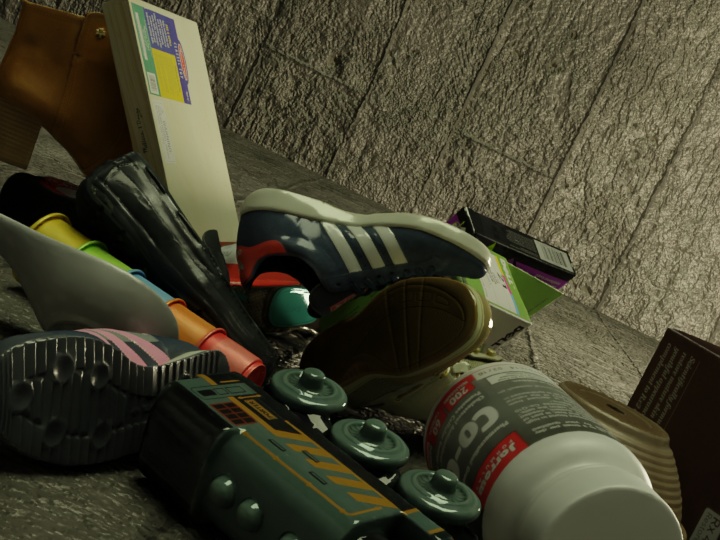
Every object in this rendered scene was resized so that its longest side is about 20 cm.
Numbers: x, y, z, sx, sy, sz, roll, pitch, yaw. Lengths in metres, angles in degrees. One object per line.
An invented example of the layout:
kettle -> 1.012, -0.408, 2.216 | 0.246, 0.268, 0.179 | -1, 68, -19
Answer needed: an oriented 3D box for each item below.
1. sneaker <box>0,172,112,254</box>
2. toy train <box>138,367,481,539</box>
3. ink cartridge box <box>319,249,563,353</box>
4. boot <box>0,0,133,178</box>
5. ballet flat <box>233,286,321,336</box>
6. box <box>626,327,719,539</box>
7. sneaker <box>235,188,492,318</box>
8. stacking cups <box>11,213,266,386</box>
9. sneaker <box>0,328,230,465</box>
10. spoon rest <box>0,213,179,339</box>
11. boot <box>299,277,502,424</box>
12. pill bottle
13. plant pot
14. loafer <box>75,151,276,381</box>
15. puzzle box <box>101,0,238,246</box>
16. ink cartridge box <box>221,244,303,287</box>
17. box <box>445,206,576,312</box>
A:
sneaker -> -0.206, -0.025, 1.047 | 0.201, 0.068, 0.108 | 28, 10, 34
toy train -> -0.026, 0.119, 0.654 | 0.200, 0.086, 0.114 | 34, 23, 36
ink cartridge box -> 0.086, 0.057, 1.101 | 0.199, 0.148, 0.076 | 24, 37, -45
boot -> -0.205, -0.137, 1.049 | 0.200, 0.145, 0.071 | 18, 6, -22
ballet flat -> -0.051, 0.030, 1.208 | 0.075, 0.068, 0.199 | 20, 6, 38
box -> 0.361, 0.177, 1.160 | 0.199, 0.167, 0.164 | 20, 10, -40
sneaker -> 0.000, 0.000, 0.960 | 0.198, 0.085, 0.075 | 9, -18, 1
stacking cups -> -0.157, 0.036, 0.885 | 0.199, 0.061, 0.060 | 34, 10, 18
sneaker -> -0.155, 0.065, 0.682 | 0.082, 0.071, 0.200 | 11, -3, 27
spoon rest -> -0.208, 0.007, 0.792 | 0.199, 0.061, 0.100 | 22, -37, -7
boot -> 0.066, 0.071, 0.956 | 0.154, 0.073, 0.200 | 18, -30, -33
pill bottle -> 0.120, 0.143, 0.809 | 0.113, 0.115, 0.200 | 23, 8, -18
plant pot -> 0.193, 0.156, 1.046 | 0.200, 0.093, 0.201 | 25, 7, -3
loafer -> -0.126, -0.003, 0.928 | 0.201, 0.070, 0.068 | 50, -33, -4
puzzle box -> -0.153, -0.118, 1.032 | 0.025, 0.202, 0.133 | -13, -3, 17
ink cartridge box -> -0.080, -0.015, 1.079 | 0.199, 0.051, 0.162 | -3, 3, -44
box -> 0.083, 0.032, 1.164 | 0.142, 0.200, 0.036 | 19, 42, -38
